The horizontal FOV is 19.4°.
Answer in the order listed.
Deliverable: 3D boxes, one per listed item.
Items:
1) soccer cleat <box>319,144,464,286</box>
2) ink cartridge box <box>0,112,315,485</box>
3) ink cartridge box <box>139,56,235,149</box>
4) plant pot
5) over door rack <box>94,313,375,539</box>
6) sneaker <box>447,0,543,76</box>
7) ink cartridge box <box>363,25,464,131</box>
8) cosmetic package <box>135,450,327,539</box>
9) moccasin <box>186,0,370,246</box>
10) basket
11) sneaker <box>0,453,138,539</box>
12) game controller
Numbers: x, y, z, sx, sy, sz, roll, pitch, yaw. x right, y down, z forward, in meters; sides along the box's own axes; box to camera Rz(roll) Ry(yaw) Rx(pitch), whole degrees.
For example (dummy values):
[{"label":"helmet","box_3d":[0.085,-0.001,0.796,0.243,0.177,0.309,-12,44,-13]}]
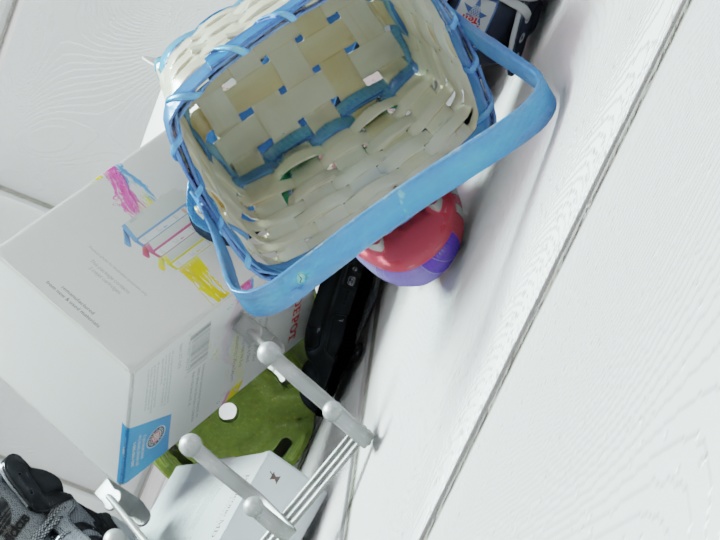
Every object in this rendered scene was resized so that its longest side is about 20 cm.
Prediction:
[{"label":"soccer cleat","box_3d":[0.023,-0.023,1.173,0.067,0.077,0.200,-35,22,-4]},{"label":"ink cartridge box","box_3d":[-0.121,0.010,1.344,0.200,0.125,0.129,-39,-23,-33]},{"label":"ink cartridge box","box_3d":[-0.083,-0.090,1.596,0.200,0.117,0.068,37,112,42]},{"label":"plant pot","box_3d":[-0.109,0.072,1.508,0.190,0.199,0.201,-127,58,-70]},{"label":"over door rack","box_3d":[-0.085,0.106,1.206,0.148,0.067,0.200,-50,25,-2]},{"label":"sneaker","box_3d":[0.077,-0.171,1.096,0.200,0.070,0.109,104,-169,-79]},{"label":"ink cartridge box","box_3d":[0.036,-0.126,1.265,0.200,0.066,0.116,111,178,-56]},{"label":"cosmetic package","box_3d":[-0.114,0.208,1.270,0.200,0.052,0.151,-60,16,-21]},{"label":"moccasin","box_3d":[-0.040,-0.096,1.307,0.200,0.080,0.068,-58,-8,-17]},{"label":"basket","box_3d":[-0.008,-0.073,1.046,0.176,0.139,0.200,-32,29,1]},{"label":"sneaker","box_3d":[-0.181,0.173,1.237,0.076,0.114,0.200,-54,18,-1]},{"label":"game controller","box_3d":[0.000,0.000,1.418,0.104,0.042,0.200,95,-169,-53]}]
